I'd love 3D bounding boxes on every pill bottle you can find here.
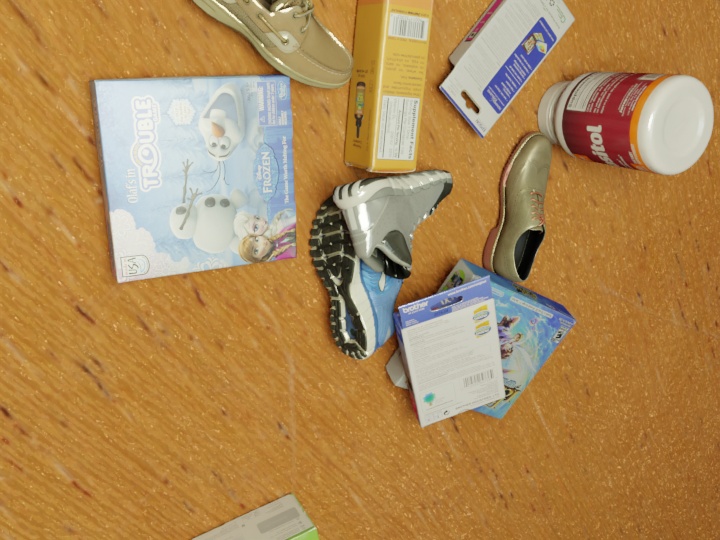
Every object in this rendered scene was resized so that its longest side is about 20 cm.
[{"bbox_3d":[0.317,-0.187,0.888,0.112,0.200,0.114,-8,109,-25],"label":"pill bottle"}]

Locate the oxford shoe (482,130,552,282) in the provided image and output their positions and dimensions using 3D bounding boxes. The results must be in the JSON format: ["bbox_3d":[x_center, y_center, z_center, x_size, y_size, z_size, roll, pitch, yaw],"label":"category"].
[{"bbox_3d":[0.224,-0.080,0.944,0.070,0.075,0.201,5,103,-28],"label":"oxford shoe"}]

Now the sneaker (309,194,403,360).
[{"bbox_3d":[0.000,0.000,0.863,0.089,0.078,0.201,-22,109,-45],"label":"sneaker"}]

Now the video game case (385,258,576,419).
[{"bbox_3d":[0.162,0.098,0.954,0.199,0.045,0.182,22,112,-30],"label":"video game case"}]

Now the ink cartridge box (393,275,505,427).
[{"bbox_3d":[0.110,0.095,0.881,0.119,0.042,0.201,-18,127,-7],"label":"ink cartridge box"}]

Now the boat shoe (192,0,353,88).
[{"bbox_3d":[-0.080,-0.256,0.727,0.199,0.064,0.072,27,54,-29],"label":"boat shoe"}]

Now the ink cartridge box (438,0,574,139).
[{"bbox_3d":[0.176,-0.270,0.887,0.095,0.037,0.200,41,82,-31],"label":"ink cartridge box"}]

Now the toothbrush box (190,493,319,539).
[{"bbox_3d":[-0.116,0.411,0.908,0.145,0.086,0.201,-18,114,-21],"label":"toothbrush box"}]

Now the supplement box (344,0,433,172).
[{"bbox_3d":[0.031,-0.214,0.811,0.069,0.066,0.201,-1,106,-30],"label":"supplement box"}]

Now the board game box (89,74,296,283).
[{"bbox_3d":[-0.168,-0.100,0.755,0.198,0.043,0.201,-9,108,-24],"label":"board game box"}]

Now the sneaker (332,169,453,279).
[{"bbox_3d":[0.048,-0.050,0.824,0.200,0.075,0.116,-16,94,-49],"label":"sneaker"}]
